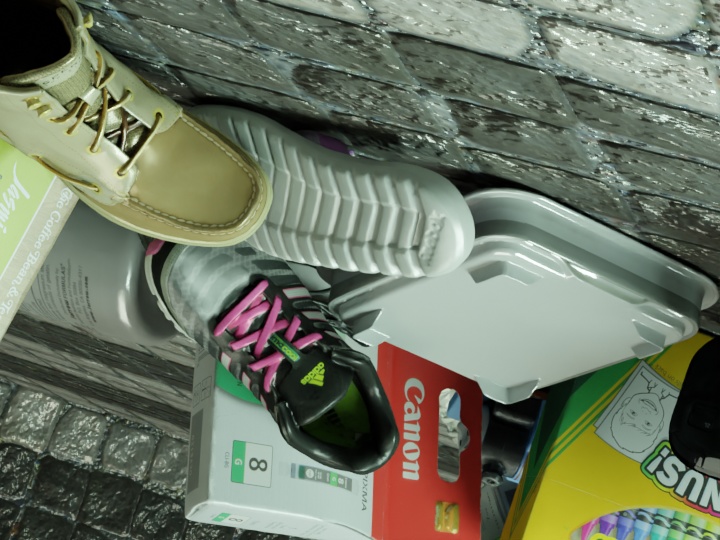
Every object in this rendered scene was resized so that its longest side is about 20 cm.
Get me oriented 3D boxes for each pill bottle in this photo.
[{"bbox_3d":[-0.203,-0.028,1.622,0.200,0.115,0.114,15,170,25],"label":"pill bottle"}]

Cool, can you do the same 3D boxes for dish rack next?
[{"bbox_3d":[0.084,0.022,1.401,0.171,0.044,0.200,25,152,-27],"label":"dish rack"}]

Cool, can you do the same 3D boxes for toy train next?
[{"bbox_3d":[0.152,0.108,1.644,0.199,0.115,0.087,19,147,-6],"label":"toy train"}]

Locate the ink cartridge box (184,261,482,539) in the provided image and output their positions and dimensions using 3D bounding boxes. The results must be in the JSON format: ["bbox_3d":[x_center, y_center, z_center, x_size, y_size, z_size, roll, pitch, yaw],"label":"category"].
[{"bbox_3d":[-0.006,0.085,1.523,0.199,0.161,0.050,10,158,-20],"label":"ink cartridge box"}]

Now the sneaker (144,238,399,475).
[{"bbox_3d":[-0.041,0.046,1.408,0.200,0.074,0.087,50,173,-27],"label":"sneaker"}]

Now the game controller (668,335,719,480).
[{"bbox_3d":[0.282,0.099,1.439,0.199,0.104,0.042,18,131,9],"label":"game controller"}]

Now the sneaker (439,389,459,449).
[{"bbox_3d":[0.085,0.086,1.727,0.075,0.100,0.200,-14,153,39],"label":"sneaker"}]

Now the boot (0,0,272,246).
[{"bbox_3d":[-0.136,-0.085,1.270,0.200,0.073,0.155,32,170,3],"label":"boot"}]

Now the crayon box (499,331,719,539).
[{"bbox_3d":[0.205,0.131,1.536,0.199,0.173,0.058,21,171,-10],"label":"crayon box"}]

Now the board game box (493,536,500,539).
[{"bbox_3d":[0.159,0.198,1.740,0.200,0.040,0.153,-9,165,-33],"label":"board game box"}]

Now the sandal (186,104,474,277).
[{"bbox_3d":[-0.015,-0.042,1.344,0.202,0.083,0.050,22,-143,34],"label":"sandal"}]

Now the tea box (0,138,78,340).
[{"bbox_3d":[-0.298,-0.063,1.419,0.197,0.134,0.200,27,-176,-37],"label":"tea box"}]

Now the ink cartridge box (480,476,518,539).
[{"bbox_3d":[0.167,0.160,1.783,0.199,0.044,0.174,-15,167,-16],"label":"ink cartridge box"}]

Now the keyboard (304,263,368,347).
[{"bbox_3d":[0.000,0.000,1.467,0.200,0.021,0.127,24,133,-26],"label":"keyboard"}]

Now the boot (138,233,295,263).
[{"bbox_3d":[-0.044,-0.022,1.553,0.130,0.068,0.200,1,164,28],"label":"boot"}]
